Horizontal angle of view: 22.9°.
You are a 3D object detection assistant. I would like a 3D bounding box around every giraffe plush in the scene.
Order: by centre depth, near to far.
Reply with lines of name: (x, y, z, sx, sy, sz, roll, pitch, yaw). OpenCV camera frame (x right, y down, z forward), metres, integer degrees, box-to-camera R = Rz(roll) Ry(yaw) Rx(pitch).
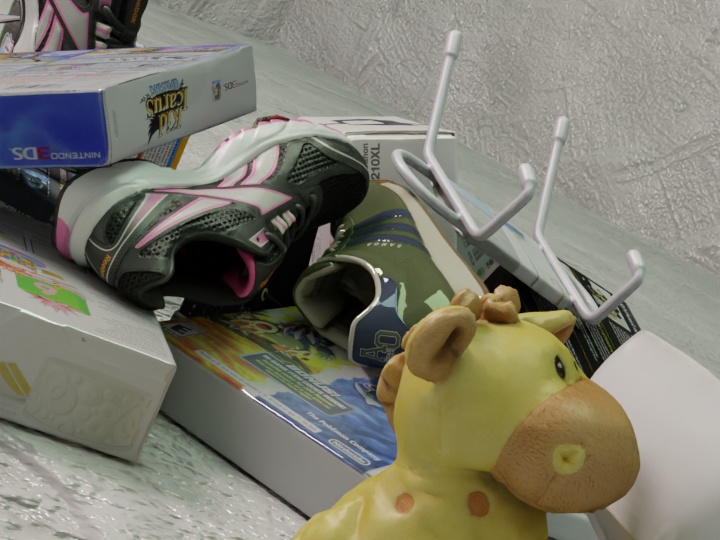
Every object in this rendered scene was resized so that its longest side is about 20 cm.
giraffe plush: (0.055, 0.095, 0.772, 0.199, 0.163, 0.173, 24, 10, -1)

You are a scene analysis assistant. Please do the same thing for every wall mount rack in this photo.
wall mount rack: (0.101, -0.056, 1.140, 0.200, 0.075, 0.174, 34, 20, -36)

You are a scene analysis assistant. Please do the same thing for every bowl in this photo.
bowl: (0.172, 0.145, 0.860, 0.201, 0.074, 0.200, 62, -5, -19)

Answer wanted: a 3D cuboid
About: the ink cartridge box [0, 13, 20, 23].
ink cartridge box: (-0.366, -0.155, 1.218, 0.197, 0.047, 0.199, 10, 13, 38)

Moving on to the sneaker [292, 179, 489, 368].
sneaker: (0.000, 0.000, 1.040, 0.089, 0.068, 0.200, -5, 26, -20)

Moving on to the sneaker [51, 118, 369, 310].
sneaker: (-0.069, -0.019, 0.989, 0.199, 0.081, 0.086, -20, 52, -36)

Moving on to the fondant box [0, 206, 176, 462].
fondant box: (-0.183, 0.019, 0.935, 0.143, 0.059, 0.200, 21, 9, -19)

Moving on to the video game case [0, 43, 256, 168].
video game case: (-0.186, -0.095, 1.027, 0.199, 0.046, 0.181, 1, 15, 23)

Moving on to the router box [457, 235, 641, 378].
router box: (0.140, 0.060, 1.177, 0.149, 0.051, 0.200, 31, 22, -27)

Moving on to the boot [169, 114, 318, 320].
boot: (-0.052, -0.019, 1.163, 0.073, 0.155, 0.203, 24, 9, 10)

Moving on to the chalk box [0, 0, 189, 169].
chalk box: (-0.236, -0.140, 1.472, 0.123, 0.126, 0.200, 17, 13, -35)

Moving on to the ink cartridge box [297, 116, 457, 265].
ink cartridge box: (0.007, -0.032, 1.250, 0.084, 0.146, 0.200, -1, 8, -10)

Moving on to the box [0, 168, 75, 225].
box: (-0.257, -0.067, 1.200, 0.157, 0.051, 0.200, 28, 8, -16)

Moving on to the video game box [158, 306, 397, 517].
video game box: (0.001, 0.082, 0.995, 0.199, 0.047, 0.182, 30, 20, 34)

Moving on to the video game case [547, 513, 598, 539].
video game case: (0.094, 0.125, 1.138, 0.199, 0.023, 0.182, 22, 10, -17)

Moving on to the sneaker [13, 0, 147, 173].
sneaker: (-0.183, -0.162, 1.200, 0.086, 0.202, 0.080, -14, -5, 22)
